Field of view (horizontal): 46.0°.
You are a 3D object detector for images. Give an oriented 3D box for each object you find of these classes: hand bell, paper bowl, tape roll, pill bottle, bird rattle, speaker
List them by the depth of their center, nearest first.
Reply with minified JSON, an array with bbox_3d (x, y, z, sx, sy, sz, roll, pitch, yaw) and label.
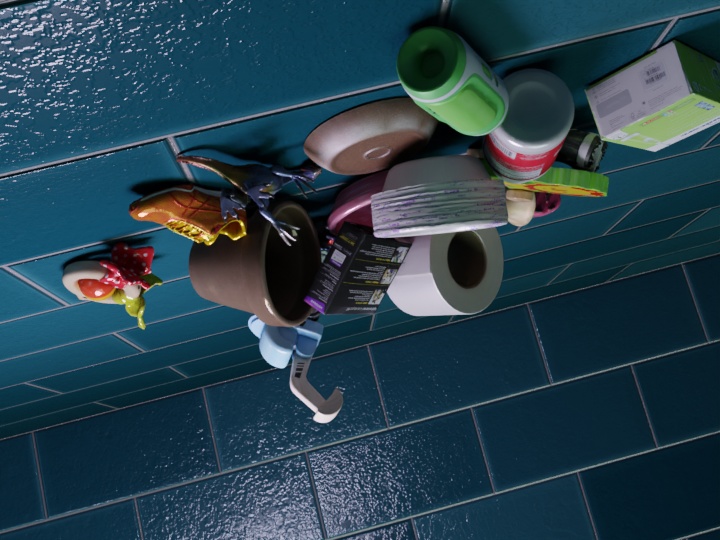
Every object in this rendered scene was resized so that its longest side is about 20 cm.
[{"bbox_3d":[0.113,-0.218,0.999,0.088,0.089,0.200,-20,167,22],"label":"speaker"},{"bbox_3d":[0.228,-0.191,1.187,0.111,0.114,0.200,-15,168,1],"label":"pill bottle"},{"bbox_3d":[0.112,-0.108,1.240,0.198,0.106,0.201,-7,-179,0],"label":"paper bowl"},{"bbox_3d":[-0.418,0.025,1.417,0.161,0.114,0.200,2,164,0],"label":"bird rattle"},{"bbox_3d":[0.197,-0.114,1.484,0.198,0.105,0.104,-12,168,-27],"label":"hand bell"},{"bbox_3d":[0.152,-0.018,1.586,0.201,0.205,0.138,-5,180,-39],"label":"tape roll"}]

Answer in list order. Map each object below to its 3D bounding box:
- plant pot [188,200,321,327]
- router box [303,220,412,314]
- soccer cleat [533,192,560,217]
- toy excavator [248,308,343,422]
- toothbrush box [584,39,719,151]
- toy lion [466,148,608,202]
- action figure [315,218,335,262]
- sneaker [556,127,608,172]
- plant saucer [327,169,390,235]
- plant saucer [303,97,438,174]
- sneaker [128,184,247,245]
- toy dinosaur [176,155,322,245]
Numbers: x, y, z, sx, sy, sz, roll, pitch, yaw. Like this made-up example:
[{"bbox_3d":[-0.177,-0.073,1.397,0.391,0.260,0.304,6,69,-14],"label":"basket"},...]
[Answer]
[{"bbox_3d":[-0.182,-0.010,1.387,0.173,0.203,0.200,0,174,24],"label":"plant pot"},{"bbox_3d":[0.000,0.000,1.442,0.150,0.051,0.200,-62,156,10],"label":"router box"},{"bbox_3d":[0.288,-0.130,1.657,0.198,0.071,0.086,-8,177,-7],"label":"soccer cleat"},{"bbox_3d":[-0.112,0.146,1.467,0.192,0.202,0.100,19,147,-7],"label":"toy excavator"},{"bbox_3d":[0.448,-0.250,1.251,0.145,0.087,0.199,-26,163,39],"label":"toothbrush box"},{"bbox_3d":[0.292,-0.147,1.362,0.199,0.070,0.191,6,-178,-45],"label":"toy lion"},{"bbox_3d":[-0.087,-0.052,1.552,0.199,0.106,0.193,26,140,-28],"label":"action figure"},{"bbox_3d":[0.352,-0.200,1.393,0.090,0.067,0.200,24,-172,19],"label":"sneaker"},{"bbox_3d":[0.036,-0.117,1.415,0.198,0.051,0.201,-18,168,-4],"label":"plant saucer"},{"bbox_3d":[0.020,-0.178,1.180,0.198,0.037,0.201,-14,168,-3],"label":"plant saucer"},{"bbox_3d":[-0.238,-0.078,1.218,0.199,0.078,0.073,0,162,-45],"label":"sneaker"},{"bbox_3d":[-0.125,-0.133,1.169,0.105,0.200,0.182,-33,-164,25],"label":"toy dinosaur"}]
